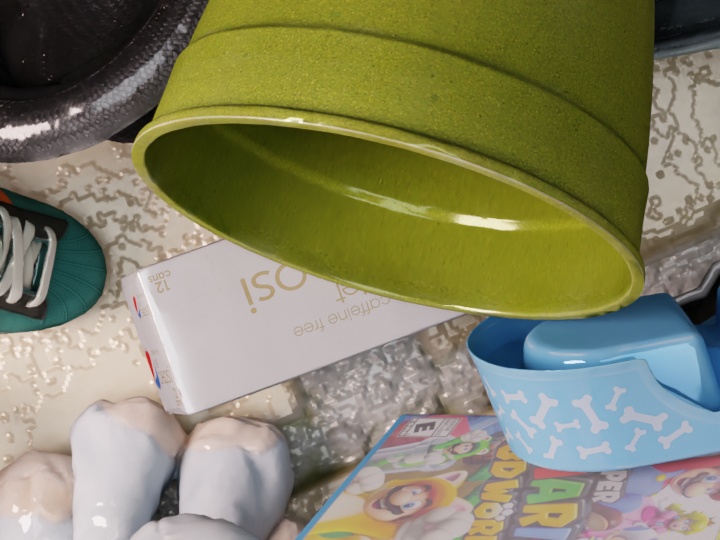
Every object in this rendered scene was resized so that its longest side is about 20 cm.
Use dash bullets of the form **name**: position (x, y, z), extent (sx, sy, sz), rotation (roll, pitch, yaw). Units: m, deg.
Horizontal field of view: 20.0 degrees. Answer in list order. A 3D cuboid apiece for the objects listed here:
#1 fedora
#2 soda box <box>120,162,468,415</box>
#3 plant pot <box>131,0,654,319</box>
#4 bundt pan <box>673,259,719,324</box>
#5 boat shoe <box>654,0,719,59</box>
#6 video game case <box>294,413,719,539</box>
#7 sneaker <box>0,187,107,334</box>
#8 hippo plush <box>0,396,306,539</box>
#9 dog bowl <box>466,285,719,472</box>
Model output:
- **fedora**: position (-0.125, -0.121, 0.894), extent (0.200, 0.092, 0.201), rotation (-8, 65, 18)
- **soda box**: position (0.000, 0.000, 0.908), extent (0.200, 0.064, 0.068), rotation (-20, 91, -14)
- **plant pot**: position (0.033, -0.105, 0.802), extent (0.200, 0.200, 0.193), rotation (15, 74, -1)
- **bundt pan**: position (0.201, 0.084, 0.925), extent (0.201, 0.076, 0.202), rotation (0, 92, 0)
- **boat shoe**: position (0.109, -0.119, 0.887), extent (0.200, 0.070, 0.072), rotation (-10, 48, 26)
- **video game case**: position (0.075, 0.099, 0.813), extent (0.200, 0.143, 0.018), rotation (-1, 115, 30)
- **sneaker**: position (-0.183, -0.010, 0.874), extent (0.200, 0.080, 0.072), rotation (14, 86, -41)
- **hippo plush**: position (-0.106, 0.147, 0.883), extent (0.200, 0.161, 0.159), rotation (-44, 91, 1)
- **dog bowl**: position (0.146, 0.035, 0.836), extent (0.200, 0.111, 0.050), rotation (-11, 105, 0)
